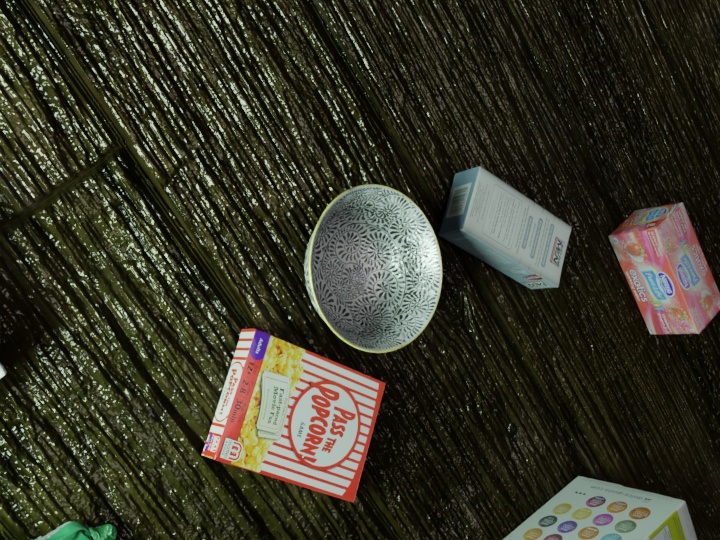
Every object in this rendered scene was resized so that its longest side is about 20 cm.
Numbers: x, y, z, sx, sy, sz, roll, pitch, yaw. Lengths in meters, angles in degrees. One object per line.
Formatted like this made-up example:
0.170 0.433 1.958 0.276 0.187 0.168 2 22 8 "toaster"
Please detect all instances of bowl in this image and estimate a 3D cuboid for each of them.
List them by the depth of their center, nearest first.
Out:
0.000 0.000 0.952 0.197 0.093 0.206 3 84 -32 "bowl"

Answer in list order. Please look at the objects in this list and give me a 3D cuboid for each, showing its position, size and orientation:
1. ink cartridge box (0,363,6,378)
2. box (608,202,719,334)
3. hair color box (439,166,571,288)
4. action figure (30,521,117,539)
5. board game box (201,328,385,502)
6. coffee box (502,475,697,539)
-0.437 0.058 0.669 0.146 0.084 0.202 -41 106 -28 "ink cartridge box"
0.523 0.000 1.286 0.094 0.102 0.203 -35 105 -30 "box"
0.216 -0.058 1.109 0.197 0.060 0.101 27 72 -27 "hair color box"
-0.327 0.307 0.734 0.198 0.054 0.121 -23 96 -39 "action figure"
-0.075 0.178 0.914 0.197 0.046 0.155 25 73 -29 "board game box"
0.354 0.448 1.076 0.195 0.198 0.204 -24 99 -31 "coffee box"
